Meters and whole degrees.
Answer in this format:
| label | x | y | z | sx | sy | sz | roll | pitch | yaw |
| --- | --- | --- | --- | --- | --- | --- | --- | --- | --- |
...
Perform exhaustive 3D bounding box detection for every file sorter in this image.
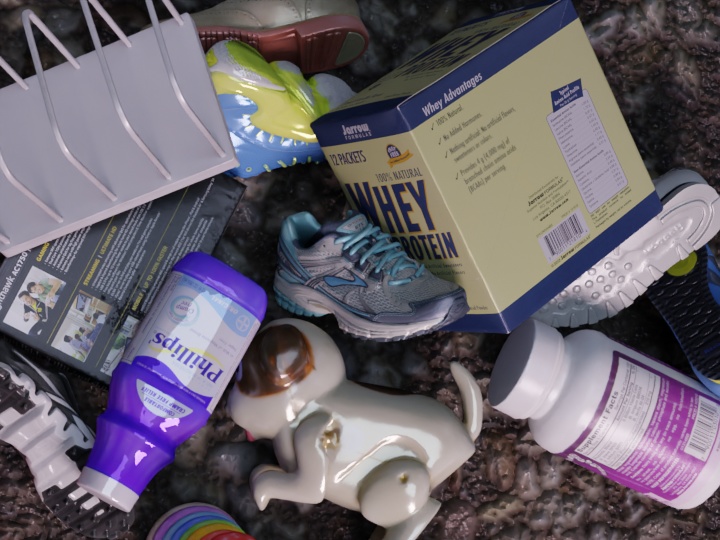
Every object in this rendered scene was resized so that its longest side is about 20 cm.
| label | x | y | z | sx | sy | sz | roll | pitch | yaw |
| --- | --- | --- | --- | --- | --- | --- | --- | --- | --- |
| file sorter | -0.218 | -0.125 | 1.118 | 0.199 | 0.125 | 0.139 | -21 | 69 | 4 |

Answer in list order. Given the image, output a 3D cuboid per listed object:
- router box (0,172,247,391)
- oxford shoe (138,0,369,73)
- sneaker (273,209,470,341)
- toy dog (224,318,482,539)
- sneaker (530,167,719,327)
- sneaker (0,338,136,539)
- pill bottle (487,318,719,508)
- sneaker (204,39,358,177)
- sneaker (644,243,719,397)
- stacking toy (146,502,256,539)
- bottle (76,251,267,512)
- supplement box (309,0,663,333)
| label | x | y | z | sx | sy | sz | roll | pitch | yaw |
| --- | --- | --- | --- | --- | --- | --- | --- | --- | --- |
| router box | -0.202 | -0.014 | 1.201 | 0.149 | 0.051 | 0.201 | 28 | 77 | -8 |
| oxford shoe | -0.096 | -0.206 | 1.254 | 0.199 | 0.071 | 0.074 | -6 | 60 | -15 |
| sneaker | 0.000 | 0.000 | 1.174 | 0.077 | 0.199 | 0.087 | -21 | 114 | -43 |
| toy dog | -0.018 | 0.124 | 1.185 | 0.200 | 0.140 | 0.194 | 39 | 96 | 0 |
| sneaker | 0.224 | -0.021 | 1.309 | 0.199 | 0.081 | 0.077 | -30 | 119 | 2 |
| sneaker | -0.242 | 0.126 | 1.167 | 0.066 | 0.091 | 0.200 | -32 | 118 | 11 |
| pill bottle | 0.215 | 0.119 | 1.266 | 0.199 | 0.112 | 0.113 | 25 | 78 | -11 |
| sneaker | -0.064 | -0.119 | 1.250 | 0.199 | 0.076 | 0.105 | 24 | 120 | -30 |
| sneaker | 0.303 | 0.039 | 1.298 | 0.066 | 0.201 | 0.078 | -32 | 135 | 15 |
| stacking toy | -0.113 | 0.223 | 1.122 | 0.085 | 0.200 | 0.086 | 2 | 83 | -14 |
| bottle | -0.149 | 0.086 | 1.136 | 0.083 | 0.065 | 0.201 | 32 | 73 | -9 |
| supplement box | 0.105 | -0.085 | 1.209 | 0.200 | 0.134 | 0.200 | -36 | 107 | -28 |
